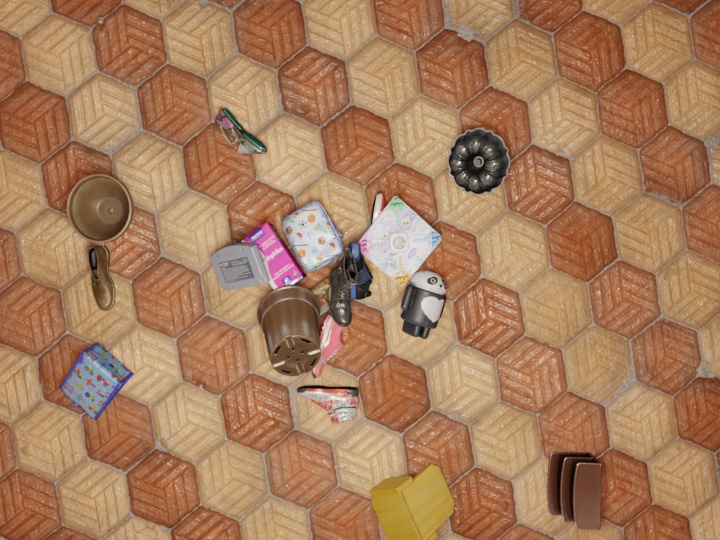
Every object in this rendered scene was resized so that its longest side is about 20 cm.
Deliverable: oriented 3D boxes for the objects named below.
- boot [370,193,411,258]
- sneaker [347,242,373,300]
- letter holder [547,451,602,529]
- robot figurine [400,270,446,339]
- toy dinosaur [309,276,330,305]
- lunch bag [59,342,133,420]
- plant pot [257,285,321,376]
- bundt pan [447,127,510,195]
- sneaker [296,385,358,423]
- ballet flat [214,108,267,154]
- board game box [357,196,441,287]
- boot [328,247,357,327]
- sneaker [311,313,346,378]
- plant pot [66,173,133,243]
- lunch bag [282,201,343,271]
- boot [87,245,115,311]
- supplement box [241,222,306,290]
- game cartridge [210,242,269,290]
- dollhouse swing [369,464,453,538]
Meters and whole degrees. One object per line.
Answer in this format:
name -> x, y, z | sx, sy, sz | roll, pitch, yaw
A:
boot -> 0.103, -0.137, 1.720 | 0.140, 0.072, 0.206 | 1, 99, -1
sneaker -> 0.000, 0.000, 1.692 | 0.076, 0.071, 0.204 | -8, 125, -13
letter holder -> 0.668, 0.688, 1.727 | 0.138, 0.101, 0.207 | 1, 91, 1
robot figurine -> 0.194, 0.104, 1.695 | 0.122, 0.150, 0.206 | 17, 91, 12
toy dinosaur -> -0.116, 0.057, 1.722 | 0.197, 0.060, 0.108 | -31, 89, -23
lunch bag -> -0.834, 0.358, 1.707 | 0.150, 0.094, 0.201 | 41, 99, -4
plant pot -> -0.202, 0.186, 1.615 | 0.194, 0.200, 0.205 | -7, 126, -9
bundt pan -> 0.360, -0.333, 1.715 | 0.195, 0.076, 0.209 | 0, 91, -2
sneaker -> -0.104, 0.421, 1.724 | 0.195, 0.067, 0.112 | 3, 88, -4
ballet flat -> -0.375, -0.414, 1.712 | 0.200, 0.069, 0.071 | 44, 108, 3
board game box -> 0.119, -0.085, 1.684 | 0.199, 0.026, 0.201 | 39, 98, -10
boot -> -0.047, 0.054, 1.618 | 0.067, 0.174, 0.206 | -6, 77, -19
sneaker -> -0.098, 0.244, 1.719 | 0.084, 0.074, 0.206 | 17, 90, -3
plant pot -> -0.783, -0.187, 1.689 | 0.194, 0.093, 0.208 | 0, 92, 0
lunch bag -> -0.141, -0.103, 1.713 | 0.158, 0.076, 0.204 | -28, 91, -3
boot -> -0.810, 0.026, 1.702 | 0.071, 0.075, 0.206 | -7, 92, -3
supplement box -> -0.265, -0.035, 1.697 | 0.100, 0.103, 0.202 | -35, 90, 1
game cartridge -> -0.369, -0.014, 1.667 | 0.196, 0.041, 0.137 | -9, 102, 36
dollhouse swing -> 0.168, 0.737, 1.751 | 0.180, 0.174, 0.204 | -24, 92, 41
